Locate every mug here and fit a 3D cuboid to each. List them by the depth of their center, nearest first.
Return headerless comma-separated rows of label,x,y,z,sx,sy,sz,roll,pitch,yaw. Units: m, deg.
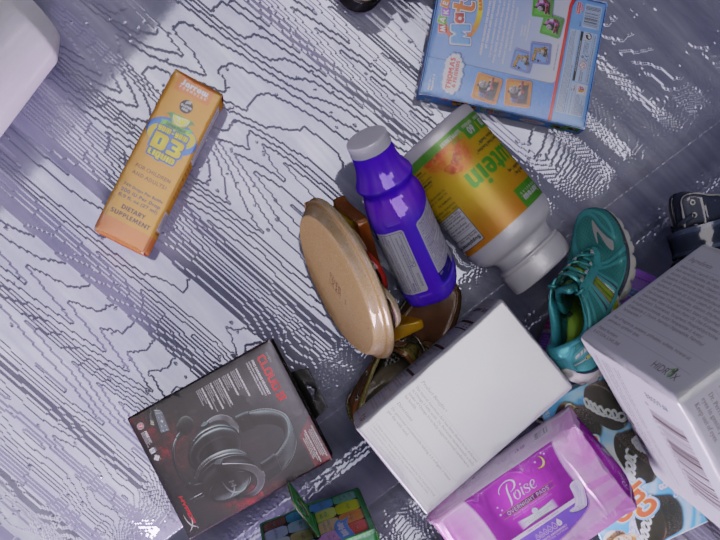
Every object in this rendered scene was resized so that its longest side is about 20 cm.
mug,-0.422,-0.244,1.266,0.187,0.149,0.153,45,78,-7

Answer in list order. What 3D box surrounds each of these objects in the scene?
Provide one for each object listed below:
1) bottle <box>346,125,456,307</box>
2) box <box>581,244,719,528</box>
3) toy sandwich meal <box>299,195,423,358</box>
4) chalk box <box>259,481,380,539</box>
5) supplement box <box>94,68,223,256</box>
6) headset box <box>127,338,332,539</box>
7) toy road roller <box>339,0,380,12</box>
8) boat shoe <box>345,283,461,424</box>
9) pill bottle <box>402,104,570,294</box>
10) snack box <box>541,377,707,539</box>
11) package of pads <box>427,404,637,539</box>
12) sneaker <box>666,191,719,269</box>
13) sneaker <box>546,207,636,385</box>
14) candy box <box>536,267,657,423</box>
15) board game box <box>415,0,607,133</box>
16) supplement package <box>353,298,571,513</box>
bottle,0.043,-0.059,1.261,0.065,0.084,0.201,-16,121,17
box,0.358,0.117,1.132,0.170,0.200,0.200,-35,111,-5
toy sandwich meal,0.000,0.000,1.256,0.070,0.205,0.207,-25,89,-17
chalk box,-0.032,0.320,1.250,0.122,0.125,0.202,-19,104,-5
supplement box,-0.224,-0.120,1.308,0.066,0.069,0.202,26,84,-4
headset box,-0.133,0.178,1.295,0.198,0.077,0.150,-28,89,-3
toy road roller,0.025,-0.403,1.315,0.145,0.123,0.202,-26,90,-19
boat shoe,0.056,0.094,1.315,0.071,0.068,0.201,31,86,-2
pill bottle,0.141,-0.076,1.307,0.111,0.111,0.200,-41,91,-5
snack box,0.283,0.206,1.271,0.115,0.037,0.202,-26,99,6
package of pads,0.178,0.245,1.230,0.199,0.076,0.121,-37,94,14
sneaker,0.333,-0.002,1.264,0.200,0.077,0.148,-20,88,-6
sneaker,0.238,0.018,1.232,0.079,0.077,0.202,33,57,-37
candy box,0.288,0.100,1.329,0.166,0.072,0.202,22,86,-3
board game box,0.175,-0.255,1.355,0.197,0.037,0.153,12,86,-4
supplement package,0.103,0.137,1.226,0.199,0.117,0.117,-40,90,-2
